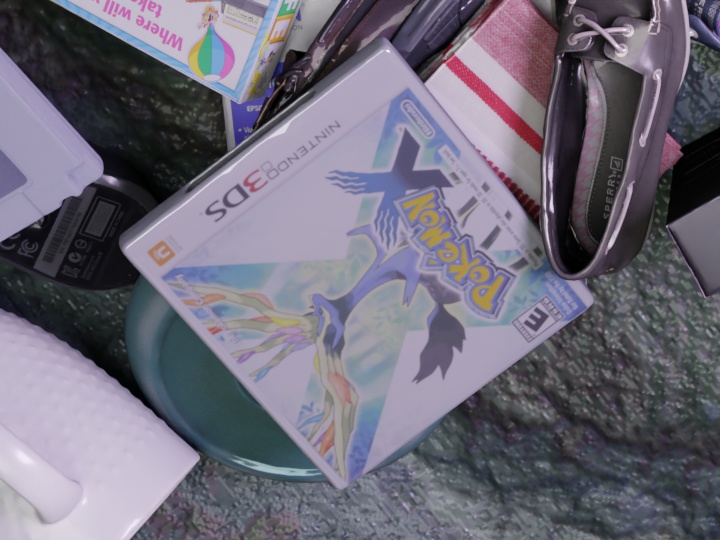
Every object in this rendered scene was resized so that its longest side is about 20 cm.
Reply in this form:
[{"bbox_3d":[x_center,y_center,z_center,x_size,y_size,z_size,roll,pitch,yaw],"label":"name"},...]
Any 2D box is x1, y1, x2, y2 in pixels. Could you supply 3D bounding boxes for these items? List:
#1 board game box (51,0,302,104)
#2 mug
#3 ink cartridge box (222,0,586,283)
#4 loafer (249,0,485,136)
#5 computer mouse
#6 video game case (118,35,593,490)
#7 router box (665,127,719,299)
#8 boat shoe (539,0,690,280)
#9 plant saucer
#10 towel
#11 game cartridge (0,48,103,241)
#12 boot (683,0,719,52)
[{"bbox_3d":[-0.119,-0.198,1.470,0.200,0.034,0.135,30,111,16],"label":"board game box"},{"bbox_3d":[-0.205,0.103,1.530,0.175,0.200,0.148,42,84,1],"label":"mug"},{"bbox_3d":[0.024,-0.071,1.514,0.198,0.043,0.200,-2,110,10],"label":"ink cartridge box"},{"bbox_3d":[-0.009,-0.114,1.455,0.200,0.072,0.063,-46,77,14],"label":"loafer"},{"bbox_3d":[-0.200,-0.056,1.526,0.200,0.053,0.139,23,123,-18],"label":"computer mouse"},{"bbox_3d":[0.000,0.000,1.448,0.182,0.022,0.200,-37,115,8],"label":"video game case"},{"bbox_3d":[0.262,-0.071,1.423,0.200,0.149,0.051,-29,101,17],"label":"router box"},{"bbox_3d":[0.132,-0.088,1.410,0.067,0.057,0.200,15,115,27],"label":"boat shoe"},{"bbox_3d":[-0.041,0.054,1.543,0.200,0.027,0.200,4,127,5],"label":"plant saucer"},{"bbox_3d":[0.062,-0.042,1.470,0.200,0.023,0.144,-45,111,9],"label":"towel"},{"bbox_3d":[-0.260,-0.055,1.470,0.200,0.041,0.133,-28,127,19],"label":"game cartridge"},{"bbox_3d":[0.170,-0.160,1.437,0.200,0.090,0.073,13,110,4],"label":"boot"}]
